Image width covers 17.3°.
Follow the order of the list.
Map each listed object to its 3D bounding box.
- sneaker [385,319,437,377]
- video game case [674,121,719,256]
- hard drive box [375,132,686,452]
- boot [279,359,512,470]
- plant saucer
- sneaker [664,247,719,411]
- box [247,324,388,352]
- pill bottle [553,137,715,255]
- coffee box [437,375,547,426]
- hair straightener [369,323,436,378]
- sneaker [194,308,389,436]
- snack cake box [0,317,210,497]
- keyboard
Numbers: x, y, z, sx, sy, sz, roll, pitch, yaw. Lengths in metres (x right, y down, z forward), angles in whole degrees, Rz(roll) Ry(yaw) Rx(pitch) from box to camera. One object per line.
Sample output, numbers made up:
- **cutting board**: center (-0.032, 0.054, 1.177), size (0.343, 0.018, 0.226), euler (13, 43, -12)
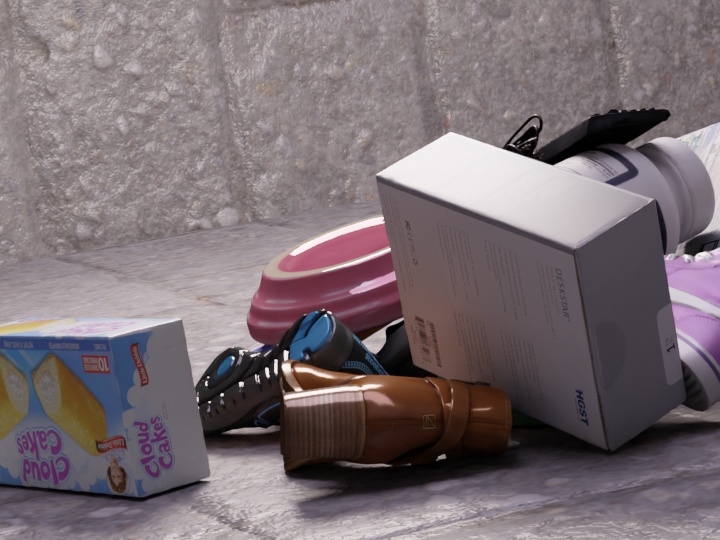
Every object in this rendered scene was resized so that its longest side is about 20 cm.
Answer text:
- **sneaker**: center (0.064, 0.048, 1.951), size (0.083, 0.077, 0.200), euler (-10, 2, 13)
- **video game case**: center (0.259, -0.033, 1.902), size (0.022, 0.201, 0.182), euler (34, -25, -20)
- **hard drive box**: center (0.112, 0.012, 1.581), size (0.077, 0.157, 0.199), euler (-30, 34, -29)
- **boot**: center (0.022, 0.102, 1.612), size (0.153, 0.074, 0.200), euler (-1, 5, -3)
- **plant saucer**: center (0.000, 0.000, 1.881), size (0.199, 0.051, 0.201), euler (-17, 12, 4)
- **sneaker**: center (0.207, 0.012, 1.639), size (0.114, 0.073, 0.200), euler (-40, 52, -19)
- **box**: center (-0.027, 0.050, 1.967), size (0.119, 0.042, 0.200), euler (-26, 5, 46)
- **pill bottle**: center (0.172, -0.030, 1.798), size (0.199, 0.112, 0.111), euler (-24, 14, -30)
- **coffee box**: center (0.158, 0.072, 1.740), size (0.122, 0.044, 0.199), euler (-3, 9, 36)
- **hair straightener**: center (0.008, 0.061, 1.802), size (0.077, 0.041, 0.200), euler (27, -24, -22)
- **sneaker**: center (-0.061, 0.096, 1.778), size (0.199, 0.082, 0.074), euler (-22, 37, 48)
- **snack cake box**: center (-0.200, 0.096, 1.695), size (0.067, 0.116, 0.199), euler (-14, 8, -40)
- **keyboard**: center (0.155, -0.103, 1.865), size (0.103, 0.040, 0.200), euler (-11, -10, -25)
